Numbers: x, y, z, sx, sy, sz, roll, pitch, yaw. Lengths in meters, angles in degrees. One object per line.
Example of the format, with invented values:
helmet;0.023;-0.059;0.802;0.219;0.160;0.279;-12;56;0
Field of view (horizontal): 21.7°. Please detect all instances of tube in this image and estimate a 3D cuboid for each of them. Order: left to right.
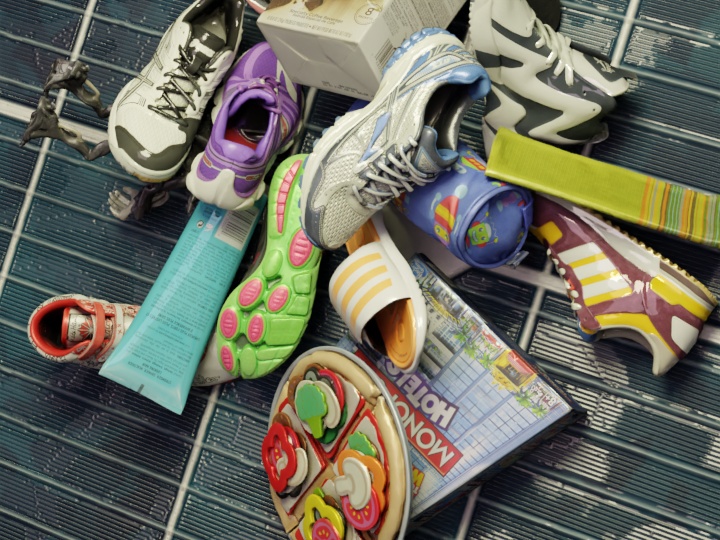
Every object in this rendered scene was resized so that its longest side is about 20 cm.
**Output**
tube;-0.143;0.015;1.598;0.077;0.050;0.200;26;83;-4

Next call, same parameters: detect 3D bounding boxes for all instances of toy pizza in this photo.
toy pizza;-0.027;0.163;1.547;0.200;0.032;0.201;9;101;53

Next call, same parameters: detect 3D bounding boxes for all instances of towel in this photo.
towel;0.198;-0.066;1.485;0.199;0.086;0.018;18;115;2

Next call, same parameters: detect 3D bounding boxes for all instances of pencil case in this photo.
pencil case;0.065;-0.078;1.538;0.200;0.087;0.078;44;143;44

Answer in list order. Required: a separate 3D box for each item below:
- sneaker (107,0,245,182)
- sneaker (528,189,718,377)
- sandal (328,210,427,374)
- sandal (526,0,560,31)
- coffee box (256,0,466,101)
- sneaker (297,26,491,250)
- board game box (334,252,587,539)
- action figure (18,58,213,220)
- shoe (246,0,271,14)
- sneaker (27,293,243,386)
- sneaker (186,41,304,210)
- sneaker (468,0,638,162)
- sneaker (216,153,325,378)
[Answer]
sneaker;-0.154;-0.166;1.594;0.076;0.088;0.200;27;52;-12
sneaker;0.184;0.005;1.518;0.200;0.075;0.090;33;90;22
sandal;-0.002;0.006;1.535;0.207;0.059;0.079;-114;28;-42
sandal;0.125;-0.277;1.529;0.043;0.200;0.076;10;47;47
coffee box;0.022;-0.243;1.552;0.113;0.080;0.200;17;62;36
sneaker;0.028;-0.096;1.469;0.085;0.077;0.200;37;93;41
board game box;0.047;0.121;1.563;0.200;0.062;0.200;44;99;19
action figure;-0.192;-0.113;1.661;0.200;0.102;0.119;23;66;-13
shoe;-0.081;-0.282;1.643;0.071;0.091;0.200;-37;73;13
sneaker;-0.189;0.061;1.634;0.201;0.108;0.067;5;85;21
sneaker;-0.084;-0.134;1.589;0.080;0.200;0.084;21;131;-7
sneaker;0.157;-0.176;1.514;0.129;0.080;0.200;-5;120;7
sneaker;-0.063;0.001;1.608;0.077;0.084;0.200;22;90;8
